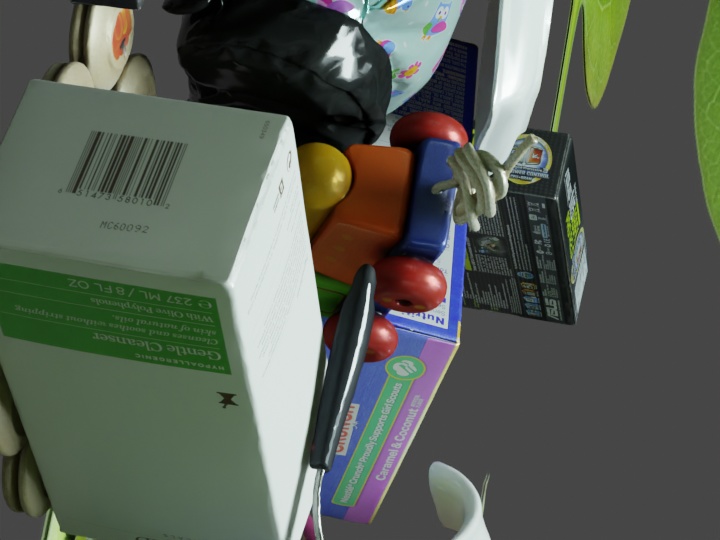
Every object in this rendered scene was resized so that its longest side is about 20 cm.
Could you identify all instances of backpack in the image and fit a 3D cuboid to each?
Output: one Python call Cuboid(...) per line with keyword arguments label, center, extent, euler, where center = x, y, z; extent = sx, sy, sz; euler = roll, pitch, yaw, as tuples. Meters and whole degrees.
Cuboid(label="backpack", center=(-0.006, -0.155, 0.998), extent=(0.167, 0.126, 0.201), euler=(118, -8, -75))

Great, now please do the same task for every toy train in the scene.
Cuboid(label="toy train", center=(-0.013, -0.035, 0.919), extent=(0.200, 0.115, 0.085), euler=(129, -28, -64))

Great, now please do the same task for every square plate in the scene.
Cuboid(label="square plate", center=(0.083, -0.154, 1.119), extent=(0.198, 0.028, 0.201), euler=(93, 5, -82))

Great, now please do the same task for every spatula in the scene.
Cuboid(label="spatula", center=(-0.012, 0.096, 0.881), extent=(0.057, 0.020, 0.201), euler=(111, -14, -83))

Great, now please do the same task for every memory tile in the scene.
Cuboid(label="memory tile", center=(-0.119, -0.010, 0.912), extent=(0.153, 0.017, 0.200), euler=(82, 20, -53))

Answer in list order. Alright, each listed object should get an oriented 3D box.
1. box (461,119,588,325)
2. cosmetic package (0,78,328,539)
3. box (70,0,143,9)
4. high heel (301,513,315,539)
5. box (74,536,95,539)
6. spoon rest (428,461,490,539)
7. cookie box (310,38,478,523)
Cuboid(label="box", center=(0.054, -0.034, 1.351), extent=(0.200, 0.160, 0.044), euler=(69, 34, -65))
Cuboid(label="cosmetic package", center=(-0.075, 0.026, 0.854), extent=(0.200, 0.107, 0.085), euler=(82, 21, -51))
Cuboid(label="box", center=(-0.080, -0.223, 0.899), extent=(0.143, 0.036, 0.200), euler=(86, 16, -45))
Cuboid(label="high heel", center=(-0.030, 0.191, 1.176), extent=(0.200, 0.067, 0.096), euler=(56, -5, 34))
Cuboid(label="box", center=(-0.097, 0.177, 1.058), extent=(0.200, 0.050, 0.075), euler=(79, 24, -56))
Cuboid(label="spoon rest", center=(-0.003, 0.164, 1.078), extent=(0.200, 0.061, 0.100), euler=(-36, 120, -36))
Cuboid(label="cookie box", center=(0.000, 0.000, 1.141), extent=(0.171, 0.075, 0.200), euler=(114, -14, -50))
